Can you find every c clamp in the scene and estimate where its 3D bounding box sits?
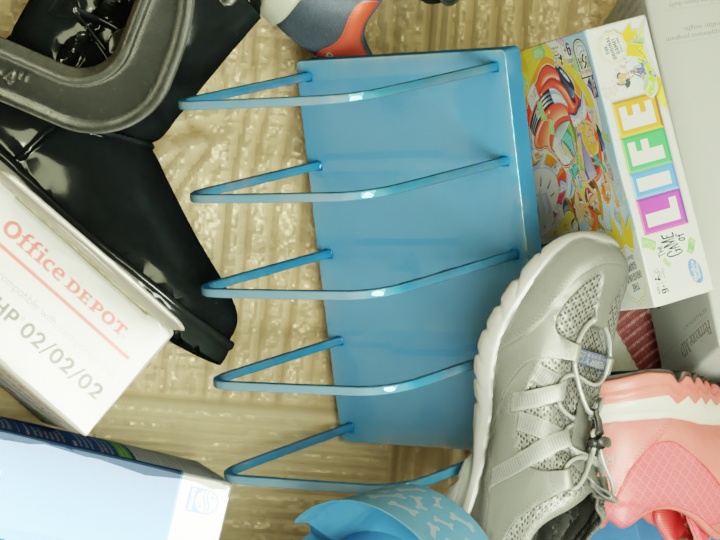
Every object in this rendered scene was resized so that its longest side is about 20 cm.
[{"bbox_3d":[-0.147,-0.153,1.318,0.199,0.027,0.172,17,118,-1],"label":"c clamp"}]

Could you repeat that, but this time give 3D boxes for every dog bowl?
[{"bbox_3d":[-0.007,0.171,1.300,0.049,0.200,0.112,-28,80,-48],"label":"dog bowl"}]

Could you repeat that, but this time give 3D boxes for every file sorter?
[{"bbox_3d":[0.000,0.000,1.354,0.122,0.138,0.201,-16,102,-48],"label":"file sorter"}]

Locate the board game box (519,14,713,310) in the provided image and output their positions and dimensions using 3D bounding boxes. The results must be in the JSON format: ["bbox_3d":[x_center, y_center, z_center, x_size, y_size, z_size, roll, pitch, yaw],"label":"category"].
[{"bbox_3d":[0.103,-0.047,1.383,0.034,0.200,0.135,-16,92,-19],"label":"board game box"}]

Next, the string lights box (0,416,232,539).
[{"bbox_3d":[-0.172,0.104,1.362,0.199,0.103,0.059,14,89,-12],"label":"string lights box"}]

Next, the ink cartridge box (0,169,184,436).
[{"bbox_3d":[-0.160,0.016,1.317,0.115,0.200,0.068,41,80,-9],"label":"ink cartridge box"}]

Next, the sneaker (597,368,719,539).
[{"bbox_3d":[0.175,0.101,1.403,0.199,0.074,0.087,9,80,-41],"label":"sneaker"}]

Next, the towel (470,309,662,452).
[{"bbox_3d":[0.157,0.073,1.487,0.199,0.023,0.145,-33,98,-11],"label":"towel"}]

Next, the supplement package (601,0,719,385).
[{"bbox_3d":[0.202,-0.051,1.429,0.109,0.114,0.201,-8,76,-10],"label":"supplement package"}]

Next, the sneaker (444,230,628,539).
[{"bbox_3d":[0.095,0.082,1.295,0.075,0.082,0.201,8,99,-49],"label":"sneaker"}]

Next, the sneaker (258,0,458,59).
[{"bbox_3d":[0.035,-0.189,1.439,0.084,0.075,0.200,40,89,-10],"label":"sneaker"}]

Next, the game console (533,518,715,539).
[{"bbox_3d":[0.160,0.191,1.420,0.118,0.172,0.201,-17,102,8],"label":"game console"}]

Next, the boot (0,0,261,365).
[{"bbox_3d":[-0.100,-0.074,1.397,0.200,0.076,0.168,40,83,-5],"label":"boot"}]
